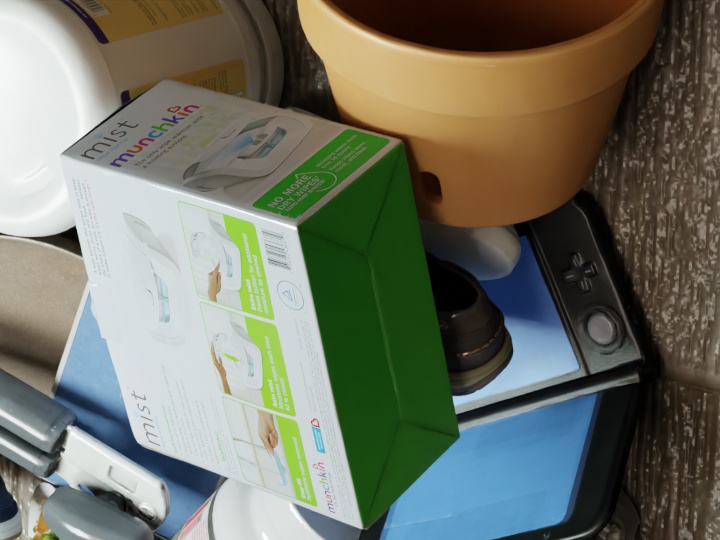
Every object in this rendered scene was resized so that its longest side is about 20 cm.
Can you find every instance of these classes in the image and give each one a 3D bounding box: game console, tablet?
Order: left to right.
[{"bbox_3d":[-0.139,0.095,1.694,0.130,0.014,0.200,26,133,3],"label":"tablet"},{"bbox_3d":[0.061,0.072,1.515,0.199,0.116,0.177,-19,96,39],"label":"game console"}]

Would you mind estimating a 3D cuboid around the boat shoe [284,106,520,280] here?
[{"bbox_3d":[0.018,-0.051,1.534,0.199,0.069,0.072,16,155,39],"label":"boat shoe"}]

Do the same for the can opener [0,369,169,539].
[{"bbox_3d":[-0.213,0.116,1.672,0.199,0.067,0.053,29,137,9],"label":"can opener"}]

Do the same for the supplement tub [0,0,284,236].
[{"bbox_3d":[-0.150,-0.109,1.542,0.145,0.200,0.146,9,108,31],"label":"supplement tub"}]

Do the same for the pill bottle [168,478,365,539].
[{"bbox_3d":[-0.063,0.192,1.651,0.116,0.116,0.200,50,129,10],"label":"pill bottle"}]

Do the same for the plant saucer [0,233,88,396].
[{"bbox_3d":[-0.207,0.042,1.709,0.199,0.035,0.201,10,136,10],"label":"plant saucer"}]

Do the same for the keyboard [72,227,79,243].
[{"bbox_3d":[-0.193,-0.038,1.723,0.199,0.021,0.128,3,109,36],"label":"keyboard"}]

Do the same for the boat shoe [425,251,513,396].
[{"bbox_3d":[0.000,0.000,1.493,0.199,0.075,0.074,21,141,25],"label":"boat shoe"}]

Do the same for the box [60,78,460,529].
[{"bbox_3d":[-0.055,0.018,1.423,0.176,0.097,0.201,16,132,38],"label":"box"}]

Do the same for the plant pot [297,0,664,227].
[{"bbox_3d":[0.063,-0.120,1.408,0.199,0.200,0.141,26,138,26],"label":"plant pot"}]

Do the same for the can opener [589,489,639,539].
[{"bbox_3d":[0.107,0.200,1.489,0.053,0.201,0.067,41,141,-19],"label":"can opener"}]

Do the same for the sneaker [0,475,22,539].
[{"bbox_3d":[-0.291,0.111,1.790,0.200,0.070,0.109,30,123,53],"label":"sneaker"}]

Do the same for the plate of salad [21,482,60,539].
[{"bbox_3d":[-0.203,0.244,1.769,0.200,0.048,0.201,168,90,-68],"label":"plate of salad"}]
